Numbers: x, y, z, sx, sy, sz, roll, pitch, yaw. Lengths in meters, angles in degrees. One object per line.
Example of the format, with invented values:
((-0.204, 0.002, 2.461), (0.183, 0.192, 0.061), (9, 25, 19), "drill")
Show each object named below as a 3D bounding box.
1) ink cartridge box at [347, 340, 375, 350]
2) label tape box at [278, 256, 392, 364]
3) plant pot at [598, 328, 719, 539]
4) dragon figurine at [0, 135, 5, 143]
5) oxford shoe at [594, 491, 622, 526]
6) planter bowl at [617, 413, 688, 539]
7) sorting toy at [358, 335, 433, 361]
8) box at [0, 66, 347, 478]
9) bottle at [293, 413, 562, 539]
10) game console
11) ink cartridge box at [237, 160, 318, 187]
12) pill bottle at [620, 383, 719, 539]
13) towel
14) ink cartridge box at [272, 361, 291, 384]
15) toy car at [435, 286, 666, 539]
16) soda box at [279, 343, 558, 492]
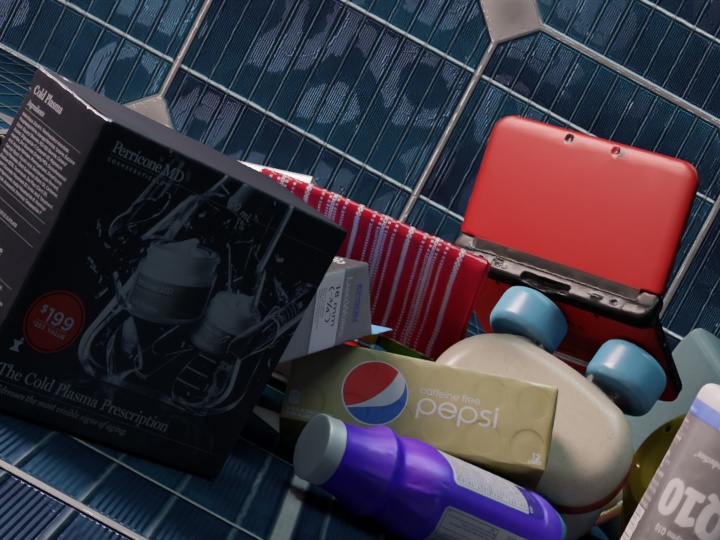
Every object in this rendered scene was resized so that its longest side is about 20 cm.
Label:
((0.047, 0.126, 1.638), (0.199, 0.068, 0.116), (25, 5, -34), "ink cartridge box")
((-0.075, 0.012, 1.378), (0.143, 0.064, 0.200), (13, 11, 23), "label tape box")
((0.337, 0.211, 1.680), (0.195, 0.197, 0.200), (31, 15, -25), "plant pot")
((-0.305, -0.051, 1.508), (0.198, 0.101, 0.059), (-2, -7, 21), "dragon figurine")
((0.167, 0.172, 1.697), (0.200, 0.070, 0.074), (21, -44, 60), "oxford shoe")
((0.272, 0.176, 1.527), (0.083, 0.201, 0.200), (44, -4, -32), "planter bowl")
((-0.012, 0.034, 1.721), (0.185, 0.037, 0.200), (34, 0, 41), "sorting toy")
((-0.142, 0.005, 1.175), (0.199, 0.183, 0.104), (23, 7, -41), "box")
((0.046, 0.158, 1.338), (0.199, 0.066, 0.083), (26, 4, -27), "bottle")
((0.185, -0.010, 1.557), (0.199, 0.119, 0.173), (20, -29, 37), "game console")
((-0.136, -0.053, 1.895), (0.198, 0.087, 0.147), (11, -14, 12), "ink cartridge box")
((0.237, 0.189, 1.297), (0.113, 0.201, 0.114), (27, 4, -2), "pill bottle")
((0.000, 0.000, 1.530), (0.198, 0.023, 0.145), (23, -36, 3), "towel")
((-0.100, 0.037, 1.726), (0.116, 0.068, 0.200), (27, 5, -17), "ink cartridge box")
((0.136, 0.155, 1.545), (0.176, 0.185, 0.201), (29, -24, 21), "toy car")
((0.042, 0.107, 1.409), (0.198, 0.068, 0.064), (11, -23, 2), "soda box")
